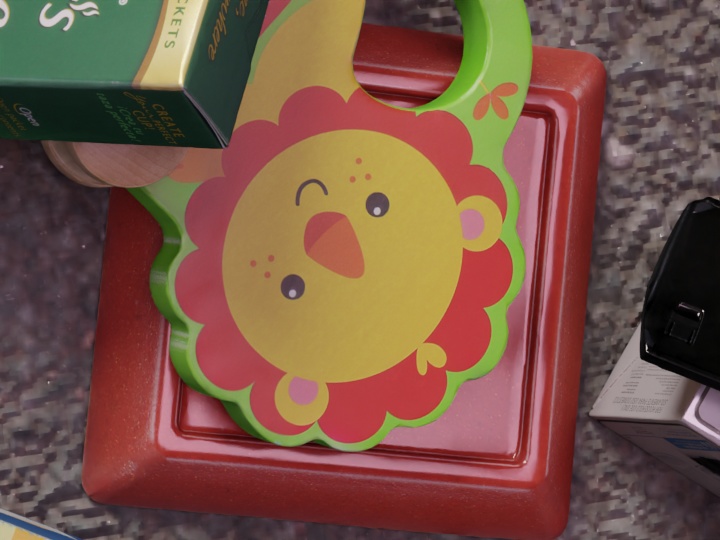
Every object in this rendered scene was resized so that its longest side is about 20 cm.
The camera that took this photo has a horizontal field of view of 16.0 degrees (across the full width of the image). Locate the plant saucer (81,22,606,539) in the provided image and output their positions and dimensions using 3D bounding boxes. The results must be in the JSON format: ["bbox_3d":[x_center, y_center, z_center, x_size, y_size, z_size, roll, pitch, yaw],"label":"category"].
[{"bbox_3d":[0.000,0.000,1.003,0.199,0.037,0.201,6,86,-13],"label":"plant saucer"}]

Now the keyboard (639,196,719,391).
[{"bbox_3d":[0.192,0.052,0.915,0.200,0.040,0.104,22,59,12],"label":"keyboard"}]

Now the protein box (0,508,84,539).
[{"bbox_3d":[-0.105,0.163,0.886,0.198,0.200,0.135,23,83,-12],"label":"protein box"}]

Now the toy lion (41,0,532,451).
[{"bbox_3d":[-0.008,-0.042,0.958,0.192,0.069,0.200,43,79,-16],"label":"toy lion"}]

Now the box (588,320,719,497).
[{"bbox_3d":[0.201,0.083,1.006,0.200,0.117,0.060,32,81,-11],"label":"box"}]

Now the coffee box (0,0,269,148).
[{"bbox_3d":[-0.126,-0.108,0.902,0.199,0.044,0.123,5,64,24],"label":"coffee box"}]
